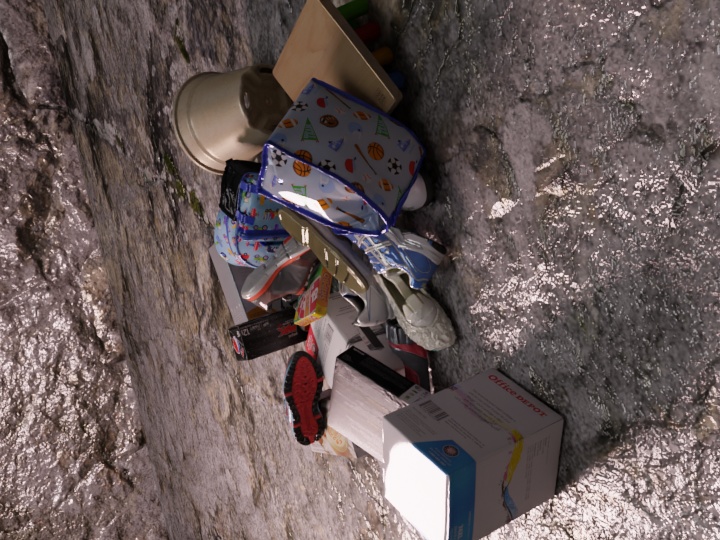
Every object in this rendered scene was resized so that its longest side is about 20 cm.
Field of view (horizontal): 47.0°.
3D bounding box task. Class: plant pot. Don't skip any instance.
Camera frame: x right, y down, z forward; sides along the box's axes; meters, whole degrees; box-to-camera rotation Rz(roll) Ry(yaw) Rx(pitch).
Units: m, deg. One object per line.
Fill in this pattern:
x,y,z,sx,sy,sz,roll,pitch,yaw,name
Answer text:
-0.214,-0.291,1.527,0.183,0.200,0.202,-8,98,49,plant pot

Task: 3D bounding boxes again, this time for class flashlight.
0.081,0.174,1.347,0.067,0.068,0.201,9,110,39,flashlight

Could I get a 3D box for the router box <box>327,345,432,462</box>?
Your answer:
0.040,0.233,1.333,0.199,0.051,0.150,30,128,29,router box

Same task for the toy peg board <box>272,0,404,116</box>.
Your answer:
-0.014,-0.301,1.270,0.200,0.098,0.200,53,148,5,toy peg board

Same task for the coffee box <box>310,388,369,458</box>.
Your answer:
-0.036,0.292,1.605,0.200,0.079,0.115,-13,92,61,coffee box

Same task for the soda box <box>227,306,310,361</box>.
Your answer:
-0.145,0.111,1.578,0.063,0.199,0.071,-13,93,62,soda box

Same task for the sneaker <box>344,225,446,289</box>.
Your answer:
0.030,-0.037,1.253,0.199,0.076,0.077,24,93,33,sneaker

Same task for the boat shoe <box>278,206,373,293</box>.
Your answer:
-0.043,-0.049,1.340,0.200,0.068,0.075,44,154,16,boat shoe

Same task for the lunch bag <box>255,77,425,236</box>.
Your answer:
-0.022,-0.149,1.169,0.199,0.170,0.124,24,143,3,lunch bag

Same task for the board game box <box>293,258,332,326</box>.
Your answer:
-0.074,-0.007,1.472,0.095,0.030,0.201,-29,45,59,board game box

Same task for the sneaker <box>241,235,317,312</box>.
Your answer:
-0.113,-0.003,1.443,0.082,0.200,0.077,45,-163,-26,sneaker

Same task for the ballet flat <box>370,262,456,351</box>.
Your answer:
0.071,0.042,1.283,0.200,0.071,0.072,53,145,31,ballet flat

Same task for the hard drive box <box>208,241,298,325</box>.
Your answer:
-0.195,0.019,1.664,0.077,0.155,0.201,-33,77,60,hard drive box

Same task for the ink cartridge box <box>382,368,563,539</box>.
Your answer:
0.152,0.256,1.134,0.147,0.199,0.147,35,135,48,ink cartridge box

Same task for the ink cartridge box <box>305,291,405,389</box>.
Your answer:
-0.010,0.155,1.484,0.200,0.083,0.145,54,145,34,ink cartridge box

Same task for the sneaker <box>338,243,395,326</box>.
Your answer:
0.000,0.000,1.384,0.201,0.087,0.075,68,154,13,sneaker

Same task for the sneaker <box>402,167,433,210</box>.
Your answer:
0.017,-0.119,1.268,0.201,0.107,0.068,17,119,56,sneaker

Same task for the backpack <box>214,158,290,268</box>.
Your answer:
-0.169,-0.088,1.499,0.134,0.182,0.201,37,119,52,backpack

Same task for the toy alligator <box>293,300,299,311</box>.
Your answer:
-0.104,0.002,1.561,0.054,0.059,0.200,-43,31,22,toy alligator

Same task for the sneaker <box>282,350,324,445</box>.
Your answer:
-0.121,0.230,1.561,0.096,0.079,0.201,43,139,52,sneaker
